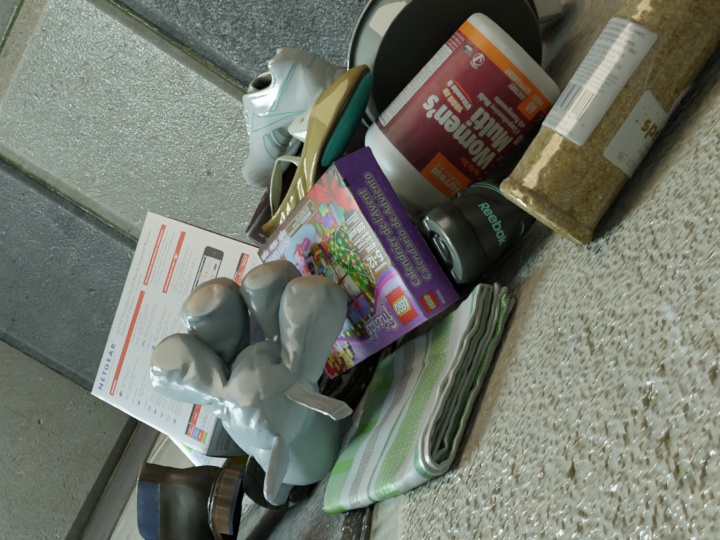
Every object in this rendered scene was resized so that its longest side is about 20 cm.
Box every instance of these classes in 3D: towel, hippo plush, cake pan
[{"bbox_3d":[0.033,0.100,0.708,0.150,0.031,0.200,-63,11,-30],"label":"towel"},{"bbox_3d":[-0.056,0.099,0.794,0.159,0.199,0.161,-47,-36,-13],"label":"hippo plush"},{"bbox_3d":[0.086,-0.196,0.906,0.201,0.199,0.037,-55,33,19],"label":"cake pan"}]

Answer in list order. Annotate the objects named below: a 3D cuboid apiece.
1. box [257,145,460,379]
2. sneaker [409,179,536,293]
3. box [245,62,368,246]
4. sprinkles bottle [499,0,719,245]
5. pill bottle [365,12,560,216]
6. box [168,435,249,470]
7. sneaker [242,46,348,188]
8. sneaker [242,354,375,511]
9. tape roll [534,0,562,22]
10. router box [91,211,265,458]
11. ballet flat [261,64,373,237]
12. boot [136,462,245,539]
[{"bbox_3d":[-0.010,0.002,0.794,0.039,0.137,0.200,-28,-6,-29],"label":"box"},{"bbox_3d":[0.089,-0.027,0.759,0.079,0.076,0.200,-31,4,-4],"label":"sneaker"},{"bbox_3d":[0.001,-0.103,1.080,0.200,0.164,0.166,-52,12,32],"label":"box"},{"bbox_3d":[0.166,-0.115,0.588,0.201,0.068,0.068,-57,10,9],"label":"sprinkles bottle"},{"bbox_3d":[0.074,-0.121,0.858,0.200,0.109,0.110,-46,12,13],"label":"pill bottle"},{"bbox_3d":[-0.106,0.110,0.993,0.101,0.112,0.201,17,-75,-55],"label":"box"},{"bbox_3d":[-0.085,-0.158,0.973,0.200,0.080,0.071,-46,20,50],"label":"sneaker"},{"bbox_3d":[-0.054,0.135,0.925,0.201,0.077,0.089,-59,1,-18],"label":"sneaker"},{"bbox_3d":[0.115,-0.255,1.018,0.201,0.037,0.203,-19,8,3],"label":"tape roll"},{"bbox_3d":[-0.167,0.059,0.953,0.179,0.049,0.202,19,91,35],"label":"router box"},{"bbox_3d":[-0.048,-0.105,0.892,0.069,0.063,0.201,-41,-25,-61],"label":"ballet flat"},{"bbox_3d":[-0.168,0.245,0.937,0.201,0.096,0.075,104,179,-45],"label":"boot"}]
